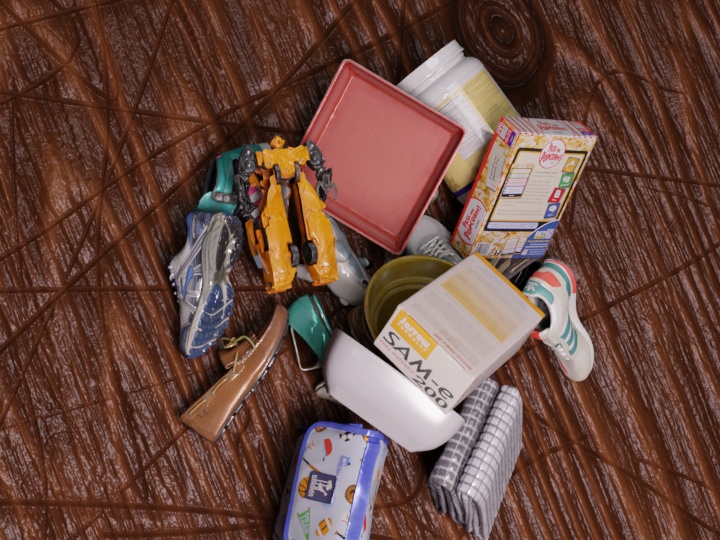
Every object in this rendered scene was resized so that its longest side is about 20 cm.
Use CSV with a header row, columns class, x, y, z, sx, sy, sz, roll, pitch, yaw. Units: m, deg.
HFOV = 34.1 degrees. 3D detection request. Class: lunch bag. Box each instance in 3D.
class,x,y,z,sx,sy,sz,roll,pitch,yaw
lunch bag,-0.034,0.287,1.505,0.122,0.200,0.173,17,76,-16

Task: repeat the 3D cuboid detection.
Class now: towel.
class,x,y,z,sx,sy,sz,roll,pitch,yaw
towel,0.159,0.253,1.591,0.084,0.201,0.167,18,67,17

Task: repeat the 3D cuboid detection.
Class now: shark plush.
class,x,y,z,sx,sy,sz,roll,pitch,yaw
shark plush,0.000,0.000,1.642,0.199,0.091,0.084,35,40,-5

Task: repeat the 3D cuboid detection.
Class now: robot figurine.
class,x,y,z,sx,sy,sz,roll,pitch,yaw
robot figurine,-0.097,-0.076,1.542,0.143,0.058,0.204,-8,83,-28

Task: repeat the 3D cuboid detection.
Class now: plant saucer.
class,x,y,z,sx,sy,sz,roll,pitch,yaw
plant saucer,0.019,-0.158,1.629,0.198,0.037,0.202,30,103,3

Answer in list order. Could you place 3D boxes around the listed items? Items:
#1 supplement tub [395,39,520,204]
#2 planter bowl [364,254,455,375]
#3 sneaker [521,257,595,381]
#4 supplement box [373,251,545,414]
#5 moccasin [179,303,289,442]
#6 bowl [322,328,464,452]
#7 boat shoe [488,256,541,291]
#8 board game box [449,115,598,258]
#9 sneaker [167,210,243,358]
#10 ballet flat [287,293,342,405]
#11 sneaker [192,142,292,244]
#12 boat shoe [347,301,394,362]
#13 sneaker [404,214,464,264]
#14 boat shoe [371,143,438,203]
class,x,y,z,sx,sy,sz,roll,pitch,yaw
supplement tub,0.147,-0.213,1.685,0.145,0.145,0.201,-39,94,-21
planter bowl,0.086,0.086,1.541,0.197,0.084,0.203,11,51,-14
sneaker,0.275,0.087,1.687,0.093,0.070,0.202,-36,122,-32
supplement box,0.124,0.072,1.440,0.126,0.074,0.199,44,38,13
moccasin,-0.165,0.127,1.555,0.077,0.074,0.203,36,88,-3
bowl,0.029,0.160,1.482,0.198,0.200,0.075,35,84,1
boat shoe,0.194,0.047,1.683,0.075,0.073,0.202,45,67,-36
board game box,0.225,-0.111,1.621,0.150,0.046,0.202,-1,125,-36
sneaker,-0.214,0.015,1.553,0.084,0.077,0.203,19,101,26
ballet flat,-0.044,0.131,1.609,0.070,0.067,0.202,-30,91,3
sneaker,-0.163,-0.074,1.583,0.119,0.084,0.203,-5,75,-25
boat shoe,0.050,0.122,1.633,0.076,0.073,0.202,-45,114,-34
sneaker,0.121,-0.011,1.643,0.075,0.087,0.201,-36,67,-3
boat shoe,0.032,-0.166,1.682,0.201,0.060,0.072,42,71,-8
